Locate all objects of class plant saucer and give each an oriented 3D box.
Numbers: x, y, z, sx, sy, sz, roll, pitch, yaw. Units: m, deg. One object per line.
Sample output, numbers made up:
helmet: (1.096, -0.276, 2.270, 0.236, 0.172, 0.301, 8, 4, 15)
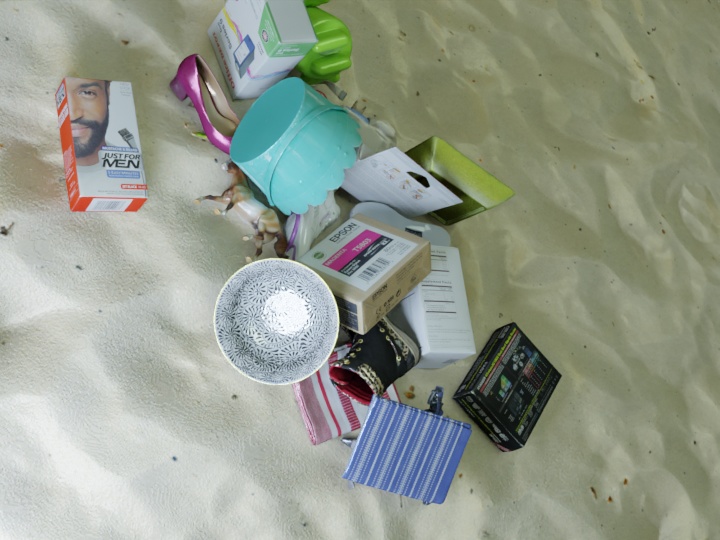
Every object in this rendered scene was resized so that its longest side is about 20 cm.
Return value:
plant saucer: (0.156, -0.153, 1.680, 0.199, 0.200, 0.048, 32, 66, -20)

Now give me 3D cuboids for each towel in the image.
towel: (-0.023, 0.200, 1.519, 0.199, 0.023, 0.145, -14, 80, -38)
towel: (0.079, 0.293, 1.445, 0.199, 0.024, 0.146, 21, 91, -25)

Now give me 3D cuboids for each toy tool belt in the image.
toy tool belt: (-0.030, -0.261, 1.663, 0.199, 0.123, 0.125, 35, 90, -11)

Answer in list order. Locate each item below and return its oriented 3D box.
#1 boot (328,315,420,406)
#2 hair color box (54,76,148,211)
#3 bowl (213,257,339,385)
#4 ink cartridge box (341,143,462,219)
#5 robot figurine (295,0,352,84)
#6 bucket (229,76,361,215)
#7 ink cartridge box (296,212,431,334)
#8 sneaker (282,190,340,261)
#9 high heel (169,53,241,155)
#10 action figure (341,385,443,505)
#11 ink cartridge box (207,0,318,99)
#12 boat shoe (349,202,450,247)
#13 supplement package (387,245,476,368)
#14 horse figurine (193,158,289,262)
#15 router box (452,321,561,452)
boot: (-0.007, 0.127, 1.496, 0.200, 0.073, 0.151, 42, 42, 4)
hair color box: (-0.405, -0.196, 1.391, 0.110, 0.064, 0.202, -3, 72, -34)
bowl: (-0.129, 0.075, 1.431, 0.199, 0.094, 0.203, 0, 96, 4)
ink cartridge box: (0.061, -0.164, 1.601, 0.199, 0.173, 0.044, 33, 54, -38)
robot figurine: (-0.091, -0.418, 1.620, 0.115, 0.200, 0.177, -22, 126, -19)
bucket: (-0.112, -0.212, 1.492, 0.135, 0.206, 0.209, 38, 53, -34)
ink cartridge box: (0.000, 0.000, 1.507, 0.200, 0.164, 0.076, -41, 141, -37)
sneaker: (-0.081, -0.088, 1.563, 0.099, 0.075, 0.202, 23, 60, -24)
high heel: (-0.238, -0.274, 1.516, 0.200, 0.096, 0.068, 42, 53, -13)
action figure: (0.075, 0.286, 1.504, 0.192, 0.104, 0.202, 11, 90, -36)
ink cartridge box: (-0.174, -0.410, 1.552, 0.087, 0.200, 0.146, -15, 81, -34)
boat shoe: (0.067, -0.069, 1.663, 0.198, 0.070, 0.072, 14, 67, -17)
supplement package: (0.121, 0.066, 1.614, 0.109, 0.114, 0.202, 4, 69, -32)
horse figurine: (-0.188, -0.093, 1.499, 0.200, 0.050, 0.133, 46, 35, -1)
router box: (0.282, 0.221, 1.695, 0.150, 0.062, 0.200, 48, 52, -10)
